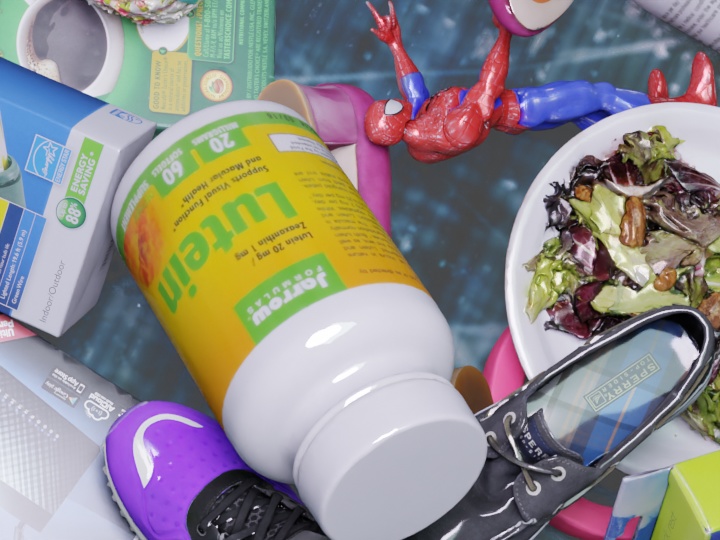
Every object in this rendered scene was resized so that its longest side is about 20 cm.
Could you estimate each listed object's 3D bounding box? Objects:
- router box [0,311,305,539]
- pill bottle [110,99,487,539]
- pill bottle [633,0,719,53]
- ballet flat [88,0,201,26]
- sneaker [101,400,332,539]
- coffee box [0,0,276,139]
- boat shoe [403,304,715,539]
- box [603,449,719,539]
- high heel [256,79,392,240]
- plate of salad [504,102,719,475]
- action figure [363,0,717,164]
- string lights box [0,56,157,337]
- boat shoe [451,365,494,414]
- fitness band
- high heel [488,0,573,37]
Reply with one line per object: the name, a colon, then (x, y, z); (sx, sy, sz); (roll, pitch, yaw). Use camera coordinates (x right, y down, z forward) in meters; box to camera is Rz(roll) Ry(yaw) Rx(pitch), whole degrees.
router box: (-0.143, 0.131, 1.148); (0.200, 0.062, 0.150); (32, 70, -2)
pill bottle: (-0.026, 0.025, 1.085); (0.111, 0.111, 0.200); (-21, 52, -17)
pill bottle: (0.213, -0.170, 1.288); (0.200, 0.113, 0.114); (30, 70, -2)
ballet flat: (-0.163, -0.185, 1.184); (0.200, 0.064, 0.076); (25, 101, -2)
sneaker: (-0.033, 0.129, 1.085); (0.070, 0.100, 0.200); (-41, 86, -23)
coffee box: (-0.143, -0.125, 1.234); (0.199, 0.044, 0.123); (4, 72, -12)
boat shoe: (0.090, 0.082, 1.130); (0.200, 0.066, 0.070); (-32, 77, -12)
box: (0.219, 0.123, 1.196); (0.199, 0.122, 0.048); (-15, 55, -16)
high heel: (0.000, 0.000, 1.215); (0.096, 0.067, 0.201); (7, 63, -58)
plate of salad: (0.171, 0.010, 1.215); (0.199, 0.048, 0.201); (2, 80, -12)
action figure: (0.083, -0.109, 1.245); (0.199, 0.065, 0.099); (-12, 85, -30)
string lights box: (-0.210, -0.058, 1.149); (0.199, 0.059, 0.103); (23, 110, 6)
boat shoe: (0.034, 0.149, 1.186); (0.070, 0.070, 0.201); (-12, 68, 26)
fitness band: (0.154, 0.057, 1.252); (0.200, 0.037, 0.144); (-37, 81, -20)
high heel: (0.069, -0.180, 1.247); (0.067, 0.096, 0.200); (38, 42, -26)
